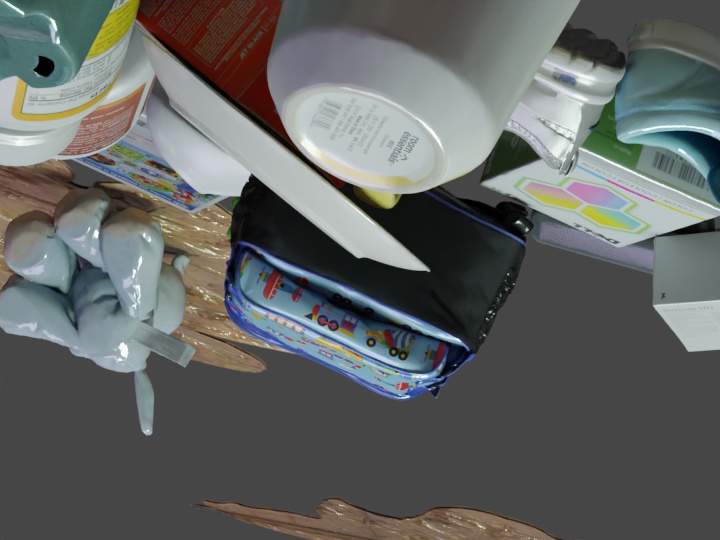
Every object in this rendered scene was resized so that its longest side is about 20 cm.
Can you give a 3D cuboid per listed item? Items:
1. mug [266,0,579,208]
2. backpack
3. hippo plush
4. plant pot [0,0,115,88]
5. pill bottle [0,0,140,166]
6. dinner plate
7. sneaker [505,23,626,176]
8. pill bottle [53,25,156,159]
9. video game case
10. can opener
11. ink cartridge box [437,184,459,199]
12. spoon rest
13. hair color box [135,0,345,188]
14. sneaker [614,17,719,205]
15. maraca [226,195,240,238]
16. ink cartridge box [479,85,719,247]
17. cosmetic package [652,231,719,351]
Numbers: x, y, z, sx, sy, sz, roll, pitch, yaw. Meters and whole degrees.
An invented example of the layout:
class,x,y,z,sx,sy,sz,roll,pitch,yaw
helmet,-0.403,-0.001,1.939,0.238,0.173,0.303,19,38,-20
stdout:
class,x,y,z,sx,sy,sz,roll,pitch,yaw
mug,0.035,-0.111,1.217,0.149,0.154,0.187,0,144,33
backpack,0.000,0.000,1.603,0.182,0.135,0.200,25,170,-3
hippo plush,-0.200,0.007,2.153,0.199,0.160,0.161,33,-161,10
plant pot,-0.165,-0.203,1.148,0.199,0.197,0.200,20,166,5
pill bottle,-0.175,-0.146,1.335,0.112,0.113,0.200,21,144,-2
dinner plate,-0.045,-0.056,1.346,0.200,0.024,0.200,38,179,1
sneaker,0.041,-0.113,1.358,0.199,0.082,0.075,24,-158,21
pill bottle,-0.185,-0.135,1.588,0.112,0.113,0.200,22,165,-6
video game case,-0.158,-0.092,1.899,0.143,0.018,0.200,24,165,-17
can opener,0.208,-0.027,1.605,0.199,0.053,0.067,13,130,22
ink cartridge box,0.005,-0.078,1.671,0.200,0.048,0.145,29,163,-37
spoon rest,-0.077,-0.058,1.743,0.200,0.061,0.099,49,-175,12
hair color box,-0.072,-0.132,1.394,0.101,0.061,0.200,40,-179,-43
sneaker,0.227,-0.062,1.357,0.199,0.082,0.074,21,166,-4
maraca,-0.004,-0.002,1.824,0.199,0.107,0.137,23,-155,-11
ink cartridge box,0.141,-0.065,1.509,0.103,0.060,0.200,23,166,-17
cosmetic package,0.282,0.005,1.494,0.199,0.051,0.083,-5,158,22
